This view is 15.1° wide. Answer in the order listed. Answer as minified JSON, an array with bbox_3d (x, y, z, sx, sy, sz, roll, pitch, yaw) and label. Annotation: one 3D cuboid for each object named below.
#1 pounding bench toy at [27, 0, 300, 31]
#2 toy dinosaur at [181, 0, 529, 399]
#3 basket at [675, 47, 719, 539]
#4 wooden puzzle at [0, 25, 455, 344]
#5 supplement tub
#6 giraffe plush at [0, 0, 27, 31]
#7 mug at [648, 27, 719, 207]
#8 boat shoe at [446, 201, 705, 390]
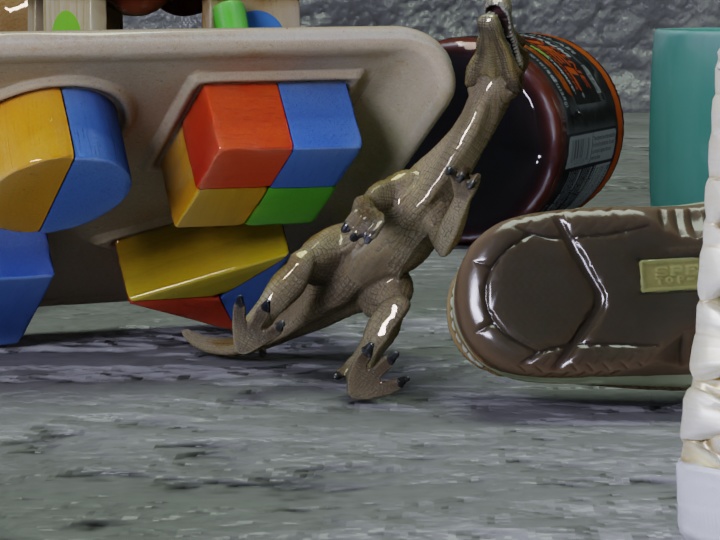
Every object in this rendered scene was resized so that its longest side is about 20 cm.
[{"bbox_3d":[-0.076,-0.081,1.281,0.124,0.157,0.200,-3,7,-31],"label":"pounding bench toy"},{"bbox_3d":[0.000,0.000,0.903,0.058,0.200,0.101,39,35,-6],"label":"toy dinosaur"},{"bbox_3d":[0.187,0.006,0.619,0.200,0.124,0.135,6,9,39],"label":"basket"},{"bbox_3d":[-0.086,-0.022,0.959,0.199,0.046,0.185,1,-28,-22],"label":"wooden puzzle"},{"bbox_3d":[0.080,-0.074,1.458,0.107,0.107,0.200,2,6,18],"label":"supplement tub"},{"bbox_3d":[-0.233,-0.102,1.557,0.162,0.200,0.173,-24,-24,-5],"label":"giraffe plush"},{"bbox_3d":[0.193,-0.036,1.068,0.152,0.115,0.185,0,7,-8],"label":"mug"},{"bbox_3d":[0.127,0.010,0.872,0.199,0.072,0.076,5,-12,-3],"label":"boat shoe"}]
